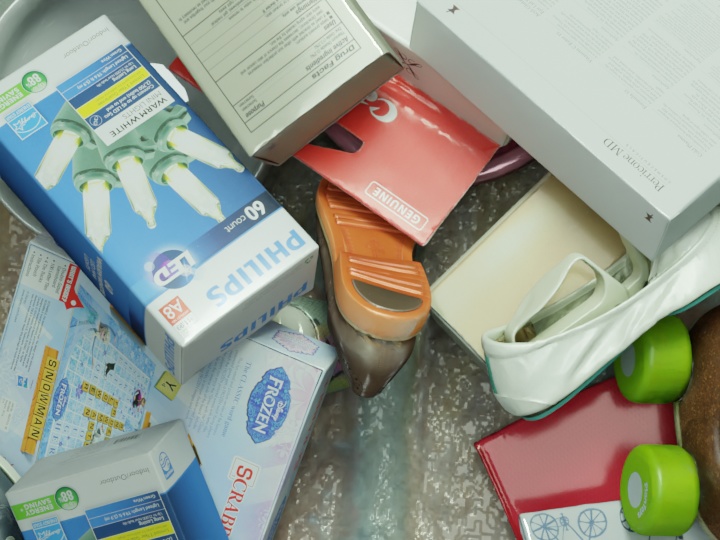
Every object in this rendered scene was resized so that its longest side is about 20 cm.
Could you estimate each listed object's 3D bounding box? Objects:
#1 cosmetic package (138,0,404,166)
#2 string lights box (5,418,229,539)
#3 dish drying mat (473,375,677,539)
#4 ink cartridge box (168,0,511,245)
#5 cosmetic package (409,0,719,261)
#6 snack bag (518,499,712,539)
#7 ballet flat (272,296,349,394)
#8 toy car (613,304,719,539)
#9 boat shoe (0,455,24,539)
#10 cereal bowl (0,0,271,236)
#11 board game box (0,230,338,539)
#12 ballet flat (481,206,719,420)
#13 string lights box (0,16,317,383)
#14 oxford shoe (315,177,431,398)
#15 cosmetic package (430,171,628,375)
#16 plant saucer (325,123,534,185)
[{"bbox_3d":[-0.075,-0.172,1.140,0.103,0.073,0.200,-36,83,8],"label":"cosmetic package"},{"bbox_3d":[-0.125,0.201,1.174,0.103,0.059,0.200,-17,102,19],"label":"string lights box"},{"bbox_3d":[0.177,0.102,1.224,0.200,0.018,0.077,-24,83,0],"label":"dish drying mat"},{"bbox_3d":[0.012,-0.141,1.183,0.200,0.045,0.176,35,68,9],"label":"ink cartridge box"},{"bbox_3d":[0.151,-0.122,1.129,0.151,0.052,0.200,-37,69,-26],"label":"cosmetic package"},{"bbox_3d":[0.195,0.231,1.151,0.188,0.021,0.201,-3,71,-22],"label":"snack bag"},{"bbox_3d":[-0.091,0.038,1.230,0.199,0.071,0.069,12,83,6],"label":"ballet flat"},{"bbox_3d":[0.259,0.078,1.101,0.164,0.200,0.158,2,76,-15],"label":"toy car"},{"bbox_3d":[-0.231,0.185,1.198,0.075,0.062,0.200,-22,103,27],"label":"boat shoe"},{"bbox_3d":[-0.145,-0.100,1.247,0.199,0.083,0.201,-1,82,6],"label":"cereal bowl"},{"bbox_3d":[-0.136,0.101,1.200,0.199,0.041,0.200,24,112,8],"label":"board game box"},{"bbox_3d":[0.154,0.007,1.121,0.200,0.069,0.069,-36,81,-6],"label":"ballet flat"},{"bbox_3d":[-0.128,-0.043,1.135,0.103,0.059,0.200,-37,72,-21],"label":"string lights box"},{"bbox_3d":[0.000,0.000,1.190,0.071,0.200,0.073,12,121,-7],"label":"oxford shoe"},{"bbox_3d":[0.134,-0.022,1.202,0.200,0.105,0.071,-45,81,0],"label":"cosmetic package"},{"bbox_3d":[0.056,-0.150,1.252,0.200,0.051,0.201,-1,82,6],"label":"plant saucer"}]
